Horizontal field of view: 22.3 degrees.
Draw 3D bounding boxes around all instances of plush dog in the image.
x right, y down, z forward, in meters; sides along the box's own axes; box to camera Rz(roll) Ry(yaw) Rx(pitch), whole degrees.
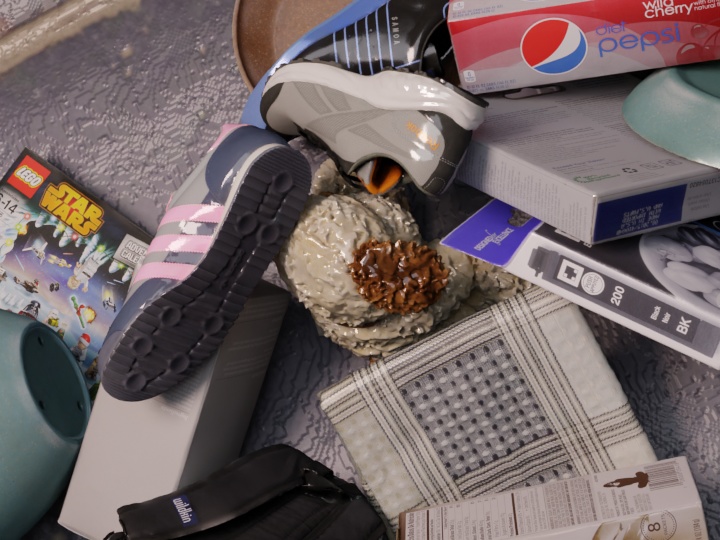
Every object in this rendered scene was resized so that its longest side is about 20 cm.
[{"bbox_3d":[0.000,0.000,1.256,0.200,0.172,0.161,27,85,34],"label":"plush dog"}]

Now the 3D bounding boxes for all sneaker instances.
[{"bbox_3d":[0.007,-0.146,1.326,0.200,0.070,0.078,-40,66,0],"label":"sneaker"},{"bbox_3d":[-0.005,-0.094,1.224,0.200,0.074,0.080,12,81,49],"label":"sneaker"},{"bbox_3d":[-0.111,-0.008,1.201,0.200,0.070,0.082,-52,41,2],"label":"sneaker"}]

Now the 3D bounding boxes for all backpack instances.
[{"bbox_3d":[-0.080,0.209,1.212,0.167,0.127,0.200,43,47,10],"label":"backpack"}]

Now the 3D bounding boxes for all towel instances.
[{"bbox_3d":[0.095,0.127,1.237,0.192,0.035,0.201,-26,109,5],"label":"towel"}]

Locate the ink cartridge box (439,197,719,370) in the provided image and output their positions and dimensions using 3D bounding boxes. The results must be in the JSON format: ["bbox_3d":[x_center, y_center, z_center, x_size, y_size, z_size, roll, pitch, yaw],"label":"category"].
[{"bbox_3d":[0.179,-0.021,1.228,0.199,0.198,0.044,24,116,15],"label":"ink cartridge box"}]

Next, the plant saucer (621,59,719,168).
[{"bbox_3d":[0.278,-0.112,1.235,0.199,0.200,0.036,12,116,15],"label":"plant saucer"}]

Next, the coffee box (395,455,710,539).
[{"bbox_3d":[0.132,0.206,1.207,0.199,0.080,0.115,-13,108,6],"label":"coffee box"}]

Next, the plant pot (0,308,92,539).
[{"bbox_3d":[-0.268,0.103,1.281,0.134,0.200,0.201,-23,72,15],"label":"plant pot"}]

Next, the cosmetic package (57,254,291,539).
[{"bbox_3d":[-0.129,0.096,1.285,0.090,0.107,0.201,24,99,17],"label":"cosmetic package"}]

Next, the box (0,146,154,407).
[{"bbox_3d":[-0.217,0.016,1.387,0.200,0.040,0.137,34,84,18],"label":"box"}]

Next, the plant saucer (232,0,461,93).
[{"bbox_3d":[0.002,-0.187,1.393,0.199,0.037,0.201,-3,75,11],"label":"plant saucer"}]

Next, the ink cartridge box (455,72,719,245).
[{"bbox_3d":[0.163,-0.083,1.243,0.200,0.199,0.041,34,127,47],"label":"ink cartridge box"}]

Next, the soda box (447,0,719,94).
[{"bbox_3d":[0.162,-0.176,1.243,0.199,0.064,0.070,-8,38,11],"label":"soda box"}]
